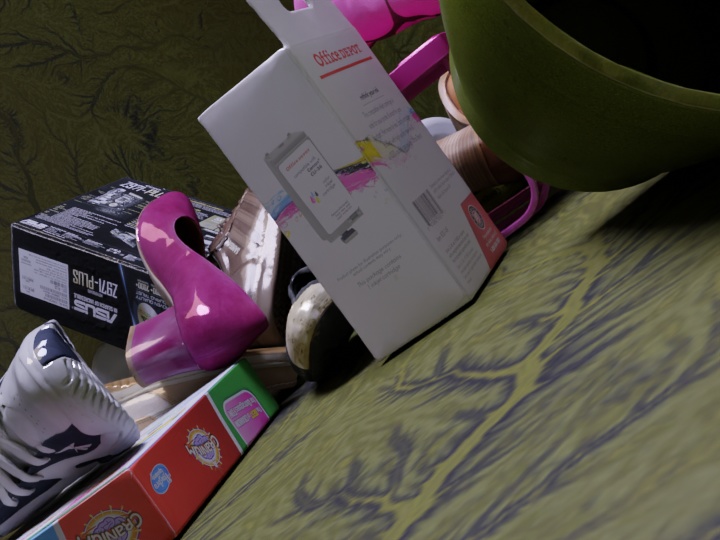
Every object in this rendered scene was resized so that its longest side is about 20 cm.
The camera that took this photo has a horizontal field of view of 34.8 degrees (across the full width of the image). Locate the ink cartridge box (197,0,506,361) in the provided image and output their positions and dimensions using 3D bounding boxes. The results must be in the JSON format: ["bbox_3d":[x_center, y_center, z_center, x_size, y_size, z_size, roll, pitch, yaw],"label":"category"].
[{"bbox_3d":[-0.010,-0.064,0.634,0.067,0.201,0.116,-35,3,23],"label":"ink cartridge box"}]

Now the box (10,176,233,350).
[{"bbox_3d":[-0.193,-0.004,1.064,0.164,0.199,0.087,-35,-44,-54],"label":"box"}]

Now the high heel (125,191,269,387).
[{"bbox_3d":[-0.105,-0.005,0.788,0.095,0.068,0.201,-21,29,11],"label":"high heel"}]

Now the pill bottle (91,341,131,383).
[{"bbox_3d":[-0.163,0.075,1.138,0.114,0.115,0.200,-34,3,34],"label":"pill bottle"}]

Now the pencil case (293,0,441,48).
[{"bbox_3d":[0.053,-0.195,0.734,0.199,0.092,0.093,-6,-11,41],"label":"pencil case"}]

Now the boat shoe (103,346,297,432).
[{"bbox_3d":[-0.132,0.102,0.784,0.198,0.070,0.074,-15,-4,3],"label":"boat shoe"}]

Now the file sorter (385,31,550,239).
[{"bbox_3d":[0.054,-0.074,0.783,0.139,0.126,0.200,-35,4,21],"label":"file sorter"}]

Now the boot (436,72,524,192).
[{"bbox_3d":[0.143,-0.138,0.949,0.154,0.074,0.201,-19,34,27],"label":"boot"}]

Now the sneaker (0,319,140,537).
[{"bbox_3d":[-0.196,0.102,0.628,0.129,0.080,0.199,-39,3,-18],"label":"sneaker"}]

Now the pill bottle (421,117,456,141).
[{"bbox_3d":[0.050,-0.086,1.261,0.104,0.105,0.200,-38,3,-28],"label":"pill bottle"}]

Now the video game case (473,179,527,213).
[{"bbox_3d":[0.112,-0.071,1.055,0.180,0.026,0.200,-38,2,-25],"label":"video game case"}]

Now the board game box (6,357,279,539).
[{"bbox_3d":[-0.137,0.131,0.644,0.153,0.040,0.200,-36,3,15],"label":"board game box"}]

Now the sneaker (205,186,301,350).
[{"bbox_3d":[-0.081,-0.030,0.865,0.075,0.071,0.201,-8,48,18],"label":"sneaker"}]

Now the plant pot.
[{"bbox_3d":[0.112,-0.121,0.455,0.200,0.201,0.193,-37,-9,-11],"label":"plant pot"}]

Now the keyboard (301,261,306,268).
[{"bbox_3d":[-0.061,-0.010,0.969,0.200,0.040,0.104,-49,-13,34],"label":"keyboard"}]

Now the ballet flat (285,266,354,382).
[{"bbox_3d":[-0.031,0.029,0.726,0.067,0.057,0.200,-62,-1,1],"label":"ballet flat"}]
